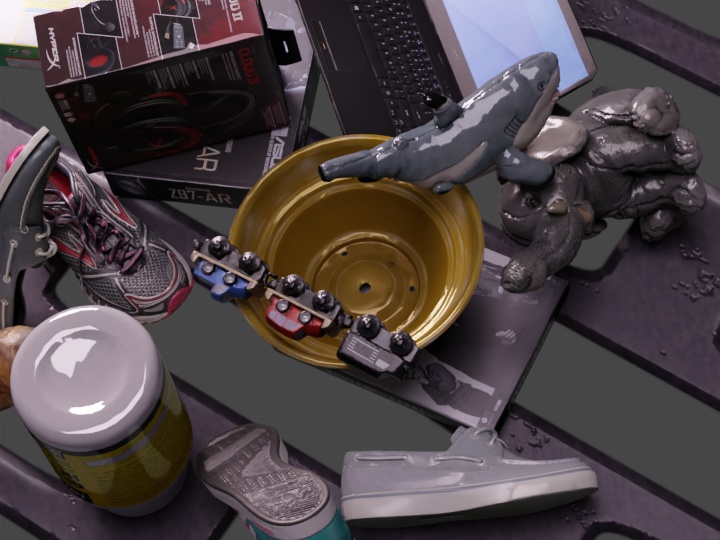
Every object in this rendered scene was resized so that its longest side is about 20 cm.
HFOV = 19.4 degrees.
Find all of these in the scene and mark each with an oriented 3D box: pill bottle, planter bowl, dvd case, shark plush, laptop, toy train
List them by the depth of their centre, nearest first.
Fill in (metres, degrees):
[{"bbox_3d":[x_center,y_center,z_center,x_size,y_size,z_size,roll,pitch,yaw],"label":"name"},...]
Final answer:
[{"bbox_3d":[-0.047,0.030,1.593,0.200,0.034,0.046,27,84,17],"label":"toy train"},{"bbox_3d":[-0.190,0.116,1.609,0.112,0.200,0.112,-3,64,6],"label":"pill bottle"},{"bbox_3d":[0.059,-0.111,1.616,0.200,0.083,0.091,-10,44,-9],"label":"shark plush"},{"bbox_3d":[0.000,0.000,1.672,0.200,0.083,0.200,-3,64,6],"label":"planter bowl"},{"bbox_3d":[0.049,0.037,1.717,0.200,0.025,0.150,22,69,17],"label":"dvd case"},{"bbox_3d":[0.068,-0.204,1.781,0.200,0.103,0.177,-3,59,-29],"label":"laptop"}]

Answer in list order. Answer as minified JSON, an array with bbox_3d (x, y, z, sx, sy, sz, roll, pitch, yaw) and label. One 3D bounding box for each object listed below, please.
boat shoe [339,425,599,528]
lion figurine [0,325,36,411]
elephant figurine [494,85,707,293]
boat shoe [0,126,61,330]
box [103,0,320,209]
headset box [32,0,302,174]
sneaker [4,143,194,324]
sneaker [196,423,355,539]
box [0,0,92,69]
[{"bbox_3d":[0.081,0.154,1.628,0.201,0.070,0.072,-7,74,7],"label":"boat shoe"},{"bbox_3d":[-0.328,0.119,1.695,0.200,0.122,0.072,-53,35,-1],"label":"lion figurine"},{"bbox_3d":[0.162,-0.068,1.687,0.200,0.155,0.142,-22,86,-14],"label":"elephant figurine"},{"bbox_3d":[-0.274,-0.024,1.714,0.062,0.200,0.073,27,26,2],"label":"boat shoe"},{"bbox_3d":[-0.121,-0.152,1.816,0.160,0.044,0.200,7,65,10],"label":"box"},{"bbox_3d":[-0.149,-0.165,1.718,0.200,0.149,0.075,-13,64,0],"label":"headset box"},{"bbox_3d":[-0.224,-0.028,1.752,0.200,0.075,0.081,36,73,20],"label":"sneaker"},{"bbox_3d":[-0.055,0.198,1.621,0.084,0.121,0.200,-27,24,-13],"label":"sneaker"},{"bbox_3d":[-0.264,-0.275,1.892,0.117,0.048,0.200,7,68,10],"label":"box"}]
